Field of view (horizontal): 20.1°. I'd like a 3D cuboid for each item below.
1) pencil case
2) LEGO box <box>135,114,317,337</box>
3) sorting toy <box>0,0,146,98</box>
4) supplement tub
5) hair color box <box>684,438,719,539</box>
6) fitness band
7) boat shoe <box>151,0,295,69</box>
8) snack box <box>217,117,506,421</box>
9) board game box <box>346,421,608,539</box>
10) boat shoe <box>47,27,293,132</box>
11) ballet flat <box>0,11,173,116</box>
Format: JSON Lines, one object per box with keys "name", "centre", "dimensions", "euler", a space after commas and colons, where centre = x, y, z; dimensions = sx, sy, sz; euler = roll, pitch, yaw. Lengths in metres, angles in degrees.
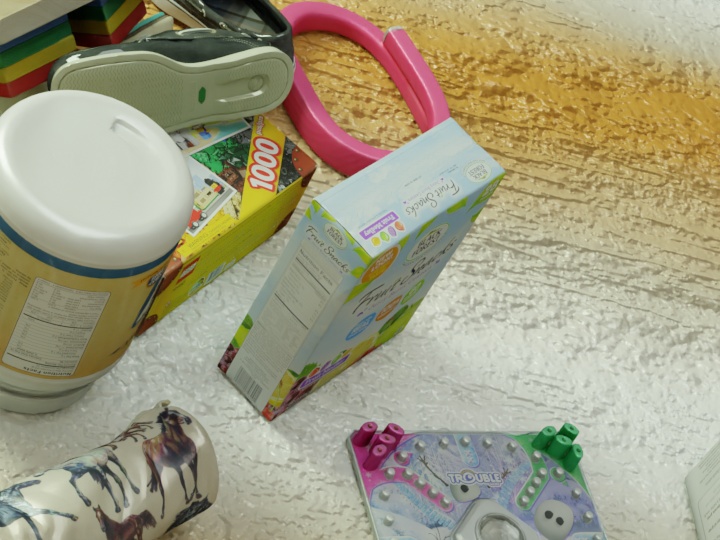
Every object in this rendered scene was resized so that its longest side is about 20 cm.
{"name": "pencil case", "centre": [-0.184, 0.157, 1.343], "dimensions": [0.199, 0.078, 0.090], "euler": [-27, 87, -41]}
{"name": "LEGO box", "centre": [-0.154, -0.063, 1.560], "dimensions": [0.149, 0.077, 0.200], "euler": [41, 44, 10]}
{"name": "sorting toy", "centre": [-0.261, -0.201, 1.573], "dimensions": [0.199, 0.070, 0.198], "euler": [11, 33, 43]}
{"name": "supplement tub", "centre": [-0.209, -0.009, 1.391], "dimensions": [0.144, 0.200, 0.145], "euler": [15, 46, -16]}
{"name": "hair color box", "centre": [0.314, 0.218, 1.548], "dimensions": [0.060, 0.099, 0.201], "euler": [12, 47, -20]}
{"name": "fitness band", "centre": [-0.002, -0.158, 1.759], "dimensions": [0.143, 0.038, 0.201], "euler": [-8, 55, -34]}
{"name": "boat shoe", "centre": [-0.122, -0.235, 1.722], "dimensions": [0.070, 0.067, 0.200], "euler": [-21, 54, -29]}
{"name": "snack box", "centre": [0.000, 0.000, 1.498], "dimensions": [0.068, 0.200, 0.168], "euler": [44, 45, 14]}
{"name": "board game box", "centre": [0.105, 0.198, 1.504], "dimensions": [0.199, 0.026, 0.201], "euler": [3, 51, -27]}
{"name": "boat shoe", "centre": [-0.151, -0.148, 1.541], "dimensions": [0.199, 0.072, 0.068], "euler": [-8, 38, -33]}
{"name": "ballet flat", "centre": [-0.213, -0.146, 1.621], "dimensions": [0.069, 0.070, 0.200], "euler": [45, 47, 15]}
